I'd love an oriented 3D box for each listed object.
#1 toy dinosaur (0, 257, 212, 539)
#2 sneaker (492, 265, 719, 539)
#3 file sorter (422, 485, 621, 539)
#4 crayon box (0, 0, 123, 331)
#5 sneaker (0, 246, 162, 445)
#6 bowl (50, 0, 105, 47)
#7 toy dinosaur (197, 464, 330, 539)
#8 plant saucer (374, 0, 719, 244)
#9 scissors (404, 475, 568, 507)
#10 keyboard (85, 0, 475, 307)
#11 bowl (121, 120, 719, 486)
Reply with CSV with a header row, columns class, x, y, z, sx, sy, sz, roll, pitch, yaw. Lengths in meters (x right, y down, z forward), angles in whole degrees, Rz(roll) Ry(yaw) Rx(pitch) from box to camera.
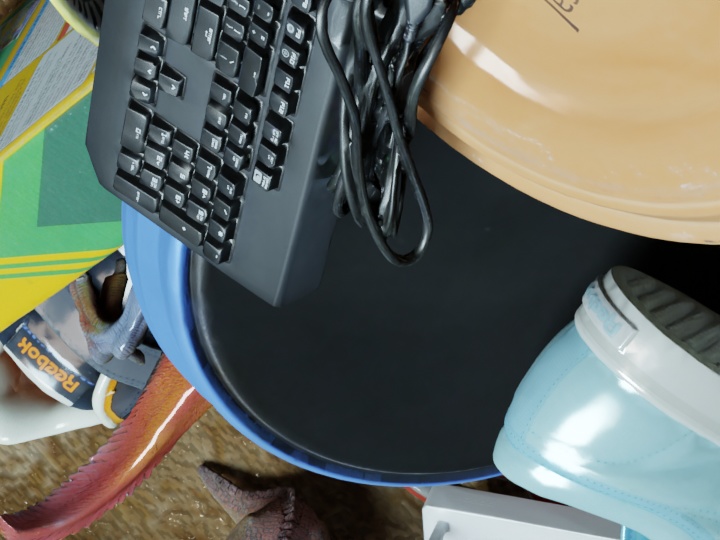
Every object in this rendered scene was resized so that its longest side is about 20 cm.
class,x,y,z,sx,sy,sz,roll,pitch,yaw
toy dinosaur,0.000,0.000,0.844,0.105,0.200,0.181,35,143,-29
sneaker,0.121,0.075,0.817,0.200,0.074,0.082,34,109,-24
file sorter,0.078,0.199,0.939,0.139,0.125,0.200,8,127,17
crayon box,-0.090,-0.055,0.879,0.052,0.126,0.200,37,141,-19
sneaker,-0.080,0.002,0.959,0.078,0.079,0.200,43,136,2
bowl,-0.026,-0.161,0.735,0.094,0.201,0.201,51,144,30
toy dinosaur,-0.035,0.134,0.970,0.086,0.200,0.136,-2,141,3
plant saucer,0.056,-0.090,0.617,0.200,0.032,0.200,23,135,24
scissors,0.095,0.076,0.931,0.200,0.014,0.073,16,128,27
keyboard,-0.023,-0.066,0.646,0.104,0.040,0.200,30,137,16
bowl,0.032,-0.020,0.782,0.039,0.201,0.201,-118,20,-51
